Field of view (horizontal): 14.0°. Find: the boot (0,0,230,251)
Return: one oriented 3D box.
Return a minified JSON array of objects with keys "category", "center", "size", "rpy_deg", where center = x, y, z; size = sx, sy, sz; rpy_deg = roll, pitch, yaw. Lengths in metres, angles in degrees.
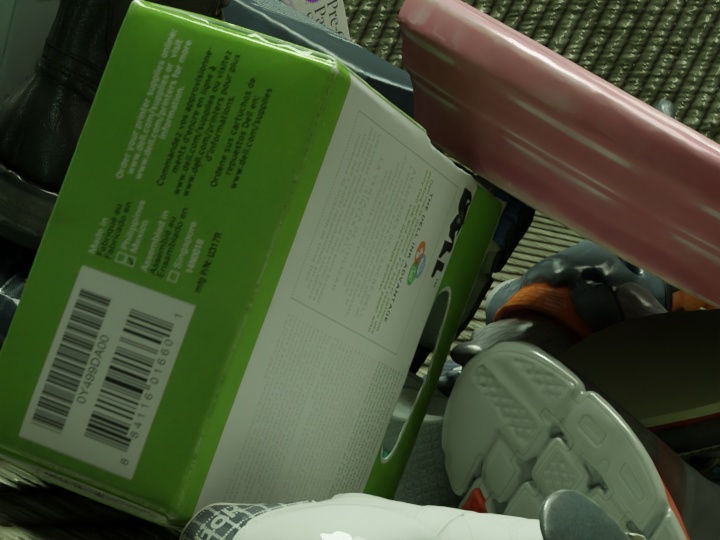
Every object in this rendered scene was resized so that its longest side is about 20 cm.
[{"category":"boot","center":[-0.057,-0.096,1.029],"size":[0.069,0.175,0.200],"rpy_deg":[26,16,17]}]

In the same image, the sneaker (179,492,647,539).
[{"category":"sneaker","center":[0.029,0.102,0.921],"size":[0.080,0.077,0.200],"rpy_deg":[21,1,36]}]

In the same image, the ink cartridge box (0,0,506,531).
[{"category":"ink cartridge box","center":[-0.032,0.014,0.972],"size":[0.075,0.149,0.200],"rpy_deg":[19,-4,20]}]

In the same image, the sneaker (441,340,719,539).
[{"category":"sneaker","center":[0.109,0.104,1.030],"size":[0.200,0.077,0.082],"rpy_deg":[49,26,6]}]

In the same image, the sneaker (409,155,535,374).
[{"category":"sneaker","center":[0.000,0.000,1.166],"size":[0.085,0.077,0.200],"rpy_deg":[35,-32,-1]}]

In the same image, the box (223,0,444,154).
[{"category":"box","center":[-0.082,-0.055,1.275],"size":[0.199,0.149,0.107],"rpy_deg":[30,8,25]}]

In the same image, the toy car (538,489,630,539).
[{"category":"toy car","center":[0.149,0.119,0.874],"size":[0.199,0.158,0.165],"rpy_deg":[16,33,-17]}]

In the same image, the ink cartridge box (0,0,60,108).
[{"category":"ink cartridge box","center":[-0.138,-0.116,1.132],"size":[0.083,0.201,0.145],"rpy_deg":[-13,50,-33]}]

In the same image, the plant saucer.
[{"category":"plant saucer","center":[0.096,-0.037,1.080],"size":[0.200,0.051,0.201],"rpy_deg":[29,5,-3]}]

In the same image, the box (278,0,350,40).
[{"category":"box","center":[-0.022,-0.056,1.378],"size":[0.039,0.201,0.041],"rpy_deg":[15,35,43]}]

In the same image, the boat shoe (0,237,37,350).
[{"category":"boat shoe","center":[-0.096,0.017,1.063],"size":[0.091,0.071,0.200],"rpy_deg":[30,15,14]}]

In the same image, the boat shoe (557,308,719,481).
[{"category":"boat shoe","center":[0.148,0.047,1.118],"size":[0.199,0.063,0.071],"rpy_deg":[-17,34,-32]}]

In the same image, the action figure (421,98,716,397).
[{"category":"action figure","center":[0.086,0.012,1.237],"size":[0.199,0.105,0.193],"rpy_deg":[-4,21,33]}]

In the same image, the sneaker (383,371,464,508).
[{"category":"sneaker","center":[0.001,0.066,1.115],"size":[0.200,0.071,0.080],"rpy_deg":[34,-6,24]}]

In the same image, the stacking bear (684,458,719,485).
[{"category":"stacking bear","center":[0.155,0.097,1.244],"size":[0.121,0.114,0.200],"rpy_deg":[-23,29,-26]}]
